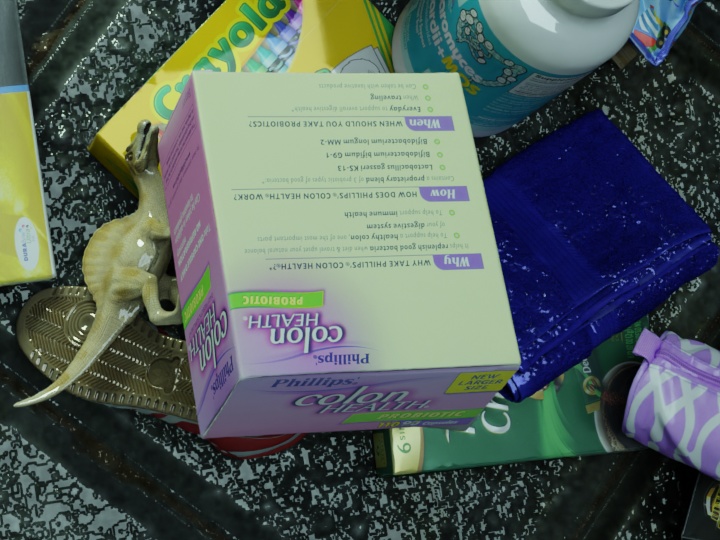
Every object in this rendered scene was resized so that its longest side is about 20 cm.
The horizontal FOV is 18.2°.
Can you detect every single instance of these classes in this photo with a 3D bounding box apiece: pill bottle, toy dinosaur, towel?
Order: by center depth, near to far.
[{"bbox_3d":[-0.140,0.009,1.429,0.101,0.058,0.201,13,77,28],"label":"toy dinosaur"},{"bbox_3d":[0.105,-0.165,1.436,0.110,0.200,0.112,7,72,-22],"label":"pill bottle"},{"bbox_3d":[0.134,-0.017,1.527,0.199,0.050,0.148,-32,73,-26],"label":"towel"}]

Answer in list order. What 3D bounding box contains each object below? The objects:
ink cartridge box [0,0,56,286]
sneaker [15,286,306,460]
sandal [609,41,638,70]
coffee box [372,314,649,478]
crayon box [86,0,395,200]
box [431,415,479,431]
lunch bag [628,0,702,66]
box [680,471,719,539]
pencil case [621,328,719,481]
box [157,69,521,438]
[{"bbox_3d":[-0.308,-0.078,1.451,0.199,0.047,0.199,-8,88,-18],"label":"ink cartridge box"},{"bbox_3d":[-0.125,0.071,1.482,0.199,0.112,0.072,19,81,18],"label":"sneaker"},{"bbox_3d":[0.100,-0.201,1.559,0.070,0.078,0.212,-45,107,5],"label":"sandal"},{"bbox_3d":[0.103,0.074,1.546,0.199,0.044,0.124,-3,86,-16],"label":"coffee box"},{"bbox_3d":[-0.053,-0.096,1.513,0.173,0.058,0.200,44,75,-7],"label":"crayon box"},{"bbox_3d":[0.000,0.000,1.435,0.143,0.036,0.201,5,62,-17],"label":"box"},{"bbox_3d":[0.151,-0.246,1.533,0.199,0.151,0.094,35,109,-4],"label":"lunch bag"},{"bbox_3d":[0.324,0.118,1.550,0.159,0.049,0.201,12,70,19],"label":"box"},{"bbox_3d":[0.272,0.107,1.487,0.199,0.086,0.084,20,64,16],"label":"pencil case"},{"bbox_3d":[-0.017,-0.011,1.359,0.175,0.097,0.201,-2,65,-20],"label":"box"}]
